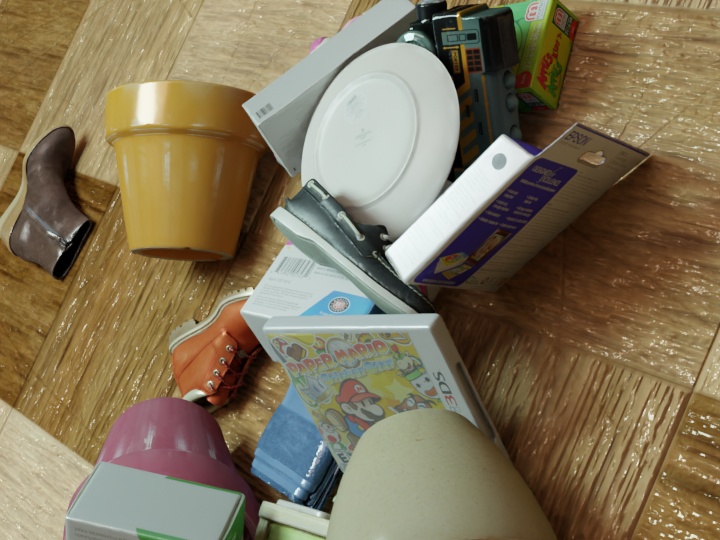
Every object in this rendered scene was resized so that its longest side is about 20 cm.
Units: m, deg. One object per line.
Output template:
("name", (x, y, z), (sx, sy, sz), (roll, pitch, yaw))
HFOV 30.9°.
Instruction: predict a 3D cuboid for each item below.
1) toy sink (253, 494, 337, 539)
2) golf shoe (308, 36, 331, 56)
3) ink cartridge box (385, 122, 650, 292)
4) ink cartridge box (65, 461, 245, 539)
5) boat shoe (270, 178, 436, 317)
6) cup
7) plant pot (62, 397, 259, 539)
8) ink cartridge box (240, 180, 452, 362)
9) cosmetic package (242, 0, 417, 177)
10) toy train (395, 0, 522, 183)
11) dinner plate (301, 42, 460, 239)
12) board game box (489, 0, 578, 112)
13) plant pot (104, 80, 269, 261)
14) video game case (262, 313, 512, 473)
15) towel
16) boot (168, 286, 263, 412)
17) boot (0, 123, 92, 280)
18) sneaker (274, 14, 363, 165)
("toy sink", (-0.029, 0.277, 1.182), (0.130, 0.112, 0.202), (6, 73, 47))
("golf shoe", (0.000, -0.162, 1.408), (0.091, 0.075, 0.203), (-17, 84, 26))
("ink cartridge box", (0.141, -0.061, 1.137), (0.200, 0.197, 0.044), (-42, 68, 20))
("ink cartridge box", (-0.188, 0.292, 1.202), (0.084, 0.144, 0.202), (-66, -16, -58))
("boat shoe", (0.001, -0.018, 1.162), (0.199, 0.076, 0.060), (38, 80, 29))
("cup", (0.056, 0.200, 1.066), (0.199, 0.199, 0.145), (-34, 49, 28))
("plant pot", (-0.202, 0.235, 1.341), (0.200, 0.199, 0.180), (-45, 28, 18))
("ink cartridge box", (0.000, 0.000, 1.270), (0.143, 0.085, 0.201), (10, 56, 37))
("cosmetic package", (-0.017, -0.192, 1.336), (0.199, 0.083, 0.051), (-37, 42, -3))
("toy train", (0.102, -0.165, 1.265), (0.113, 0.085, 0.203), (2, 108, 36))
("dinner plate", (0.010, -0.121, 1.229), (0.199, 0.024, 0.203), (-16, 66, 39))
("board game box", (0.123, -0.215, 1.351), (0.199, 0.047, 0.103), (0, 69, 46))
("plant pot", (-0.206, -0.110, 1.543), (0.199, 0.199, 0.186), (-5, 81, 44))
("video game case", (0.024, 0.117, 1.168), (0.198, 0.183, 0.023), (-2, 35, 41))
("towel", (-0.034, 0.136, 1.317), (0.111, 0.048, 0.202), (24, 87, 49))
("boot", (-0.139, 0.091, 1.439), (0.199, 0.074, 0.108), (-34, 50, 40))
("boot", (-0.428, -0.099, 1.863), (0.165, 0.072, 0.202), (27, 87, 38))
("sneaker", (-0.034, -0.206, 1.507), (0.201, 0.079, 0.095), (-54, 19, 7))
